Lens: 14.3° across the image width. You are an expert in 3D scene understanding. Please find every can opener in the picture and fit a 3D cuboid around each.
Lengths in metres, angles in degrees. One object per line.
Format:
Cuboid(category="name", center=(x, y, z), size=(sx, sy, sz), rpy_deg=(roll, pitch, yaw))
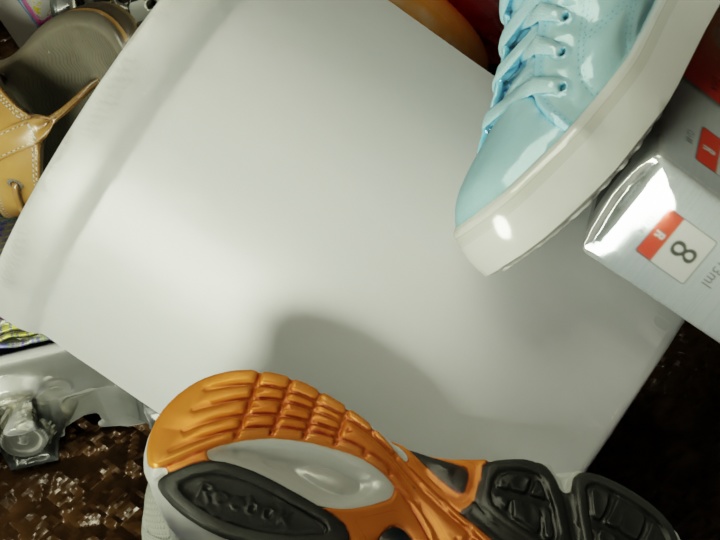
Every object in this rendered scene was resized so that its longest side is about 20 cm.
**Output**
Cuboid(category="can opener", center=(-0.074, 0.026, 1.114), size=(0.199, 0.053, 0.067), rpy_deg=(-14, 46, 2))

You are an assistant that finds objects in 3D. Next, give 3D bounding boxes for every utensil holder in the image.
Cuboid(category="utensil holder", center=(0.000, 0.000, 0.989), size=(0.200, 0.170, 0.170), rpy_deg=(35, 60, 2))

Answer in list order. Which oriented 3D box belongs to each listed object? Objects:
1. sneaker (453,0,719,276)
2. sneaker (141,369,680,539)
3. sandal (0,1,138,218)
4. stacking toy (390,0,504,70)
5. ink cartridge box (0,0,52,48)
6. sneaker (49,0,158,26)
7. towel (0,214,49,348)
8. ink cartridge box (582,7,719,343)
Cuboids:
Cuboid(category="sneaker", center=(0.066, -0.087, 0.913), size=(0.082, 0.074, 0.200), rpy_deg=(37, 57, -7))
Cuboid(category="sneaker", center=(0.022, 0.100, 0.906), size=(0.199, 0.092, 0.076), rpy_deg=(25, 58, -1))
Cuboid(category="sandal", center=(-0.142, -0.056, 1.147), size=(0.054, 0.082, 0.199), rpy_deg=(-29, 17, -37))
Cuboid(category="stacking toy", center=(-0.007, -0.069, 1.163), size=(0.201, 0.116, 0.110), rpy_deg=(-58, 12, -13))
Cuboid(category="ink cartridge box", center=(-0.112, -0.176, 1.230), size=(0.128, 0.200, 0.125), rpy_deg=(-30, 64, -12))
Cuboid(category="sneaker", center=(-0.082, -0.099, 1.142), size=(0.200, 0.082, 0.077), rpy_deg=(-42, 30, 44))
Cuboid(category="towel", center=(-0.179, 0.013, 1.145), size=(0.199, 0.023, 0.144), rpy_deg=(-14, 17, 4))
Cuboid(category="ink cartridge box", center=(0.173, -0.001, 0.954), size=(0.199, 0.050, 0.162), rpy_deg=(31, 26, -4))
